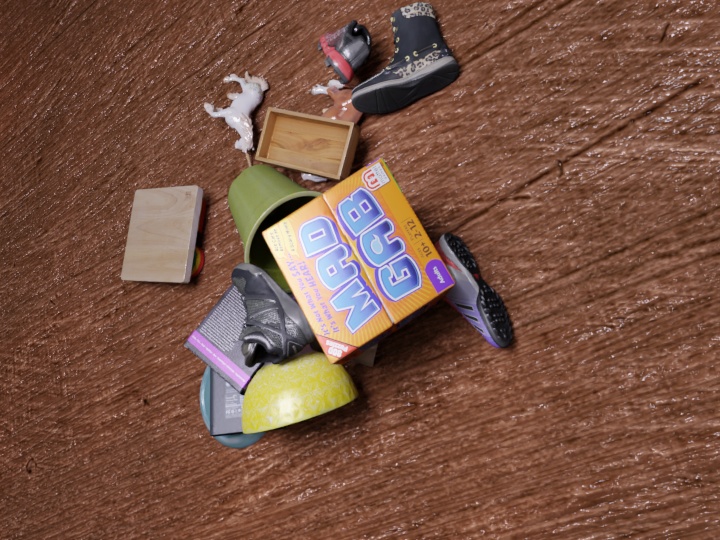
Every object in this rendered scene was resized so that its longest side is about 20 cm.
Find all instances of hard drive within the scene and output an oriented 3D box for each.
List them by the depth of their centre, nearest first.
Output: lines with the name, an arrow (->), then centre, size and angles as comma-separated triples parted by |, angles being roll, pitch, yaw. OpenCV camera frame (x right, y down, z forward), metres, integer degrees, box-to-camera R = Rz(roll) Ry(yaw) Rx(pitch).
hard drive -> -0.209, 0.192, 1.007 | 0.134, 0.033, 0.207 | -6, 70, 1

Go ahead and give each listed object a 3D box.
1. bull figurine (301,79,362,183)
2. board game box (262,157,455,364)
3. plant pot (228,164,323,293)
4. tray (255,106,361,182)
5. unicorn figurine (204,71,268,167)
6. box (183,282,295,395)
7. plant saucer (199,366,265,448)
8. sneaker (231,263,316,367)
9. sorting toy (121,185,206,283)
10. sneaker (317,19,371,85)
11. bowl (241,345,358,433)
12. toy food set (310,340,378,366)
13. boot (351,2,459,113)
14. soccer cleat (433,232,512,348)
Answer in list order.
bull figurine -> -0.064, -0.269, 1.043 | 0.120, 0.065, 0.202 | 38, 96, 18
board game box -> 0.000, 0.000, 0.819 | 0.196, 0.200, 0.204 | -31, 80, -2
plant pot -> -0.159, -0.098, 1.007 | 0.202, 0.198, 0.190 | -51, 50, 9
tray -> -0.099, -0.232, 1.002 | 0.195, 0.037, 0.102 | 18, 93, 27
unicorn figurine -> -0.259, -0.337, 1.161 | 0.134, 0.074, 0.206 | 21, 84, 19
box -> -0.207, 0.101, 1.005 | 0.141, 0.036, 0.202 | 34, 76, 13
plant saucer -> -0.244, 0.238, 1.059 | 0.194, 0.027, 0.208 | -7, 75, 27
sneaker -> -0.165, 0.070, 0.853 | 0.113, 0.077, 0.198 | -37, 59, -22
sorting toy -> -0.419, -0.072, 1.197 | 0.194, 0.069, 0.207 | 1, 80, 28
sneaker -> -0.026, -0.420, 1.026 | 0.097, 0.071, 0.202 | -39, 32, 13
bowl -> -0.108, 0.179, 0.886 | 0.195, 0.199, 0.112 | -19, 84, 23
toy food set -> -0.019, 0.047, 0.946 | 0.138, 0.060, 0.207 | 14, 81, 6
boot -> 0.066, -0.385, 0.991 | 0.197, 0.074, 0.159 | -17, 69, 9
soccer cleat -> 0.168, 0.040, 0.861 | 0.073, 0.067, 0.204 | -44, 62, 34
